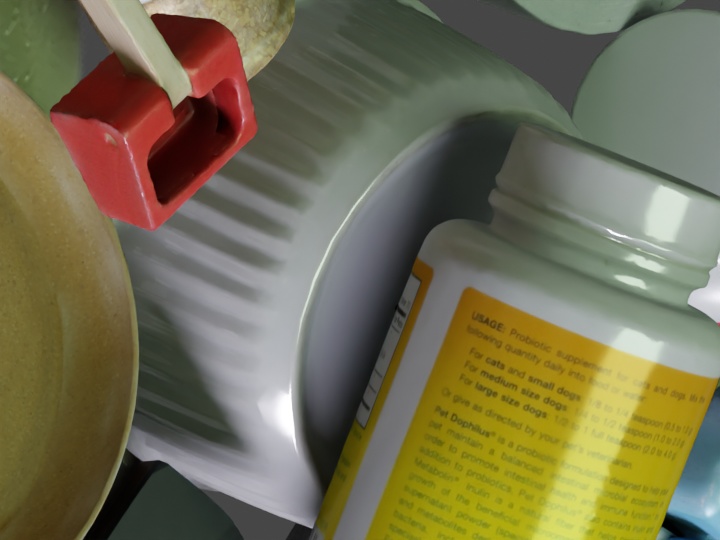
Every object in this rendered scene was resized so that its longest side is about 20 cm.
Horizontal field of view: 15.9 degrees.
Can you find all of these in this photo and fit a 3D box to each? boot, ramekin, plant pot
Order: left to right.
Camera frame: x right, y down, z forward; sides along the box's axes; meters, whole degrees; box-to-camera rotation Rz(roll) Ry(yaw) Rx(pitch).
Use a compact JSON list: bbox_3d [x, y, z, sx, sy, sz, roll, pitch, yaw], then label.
[{"bbox_3d":[-0.160,0.018,0.773,0.199,0.027,0.202,10,71,-31],"label":"plant pot"},{"bbox_3d":[-0.130,0.056,0.860,0.200,0.097,0.075,51,59,-13],"label":"boot"},{"bbox_3d":[0.000,0.000,0.936,0.199,0.105,0.202,-22,124,-38],"label":"ramekin"}]

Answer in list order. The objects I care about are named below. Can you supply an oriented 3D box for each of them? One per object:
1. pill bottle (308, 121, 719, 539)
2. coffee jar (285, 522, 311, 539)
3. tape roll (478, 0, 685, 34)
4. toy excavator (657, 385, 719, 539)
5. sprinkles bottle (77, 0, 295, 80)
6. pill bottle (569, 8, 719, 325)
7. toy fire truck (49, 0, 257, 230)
[{"bbox_3d":[0.053,0.057,0.857,0.109,0.109,0.201,14,99,-48],"label":"pill bottle"},{"bbox_3d":[0.044,0.151,1.070,0.200,0.085,0.105,31,92,-49],"label":"coffee jar"},{"bbox_3d":[0.085,-0.193,0.960,0.199,0.066,0.202,-23,125,-38],"label":"tape roll"},{"bbox_3d":[0.115,0.104,1.012,0.200,0.100,0.195,39,74,-36],"label":"toy excavator"},{"bbox_3d":[-0.087,-0.140,0.805,0.068,0.068,0.200,-48,136,-18],"label":"sprinkles bottle"},{"bbox_3d":[0.157,-0.030,1.044,0.120,0.119,0.200,-63,152,-2],"label":"pill bottle"},{"bbox_3d":[-0.117,-0.113,0.728,0.049,0.141,0.201,-45,134,-24],"label":"toy fire truck"}]
